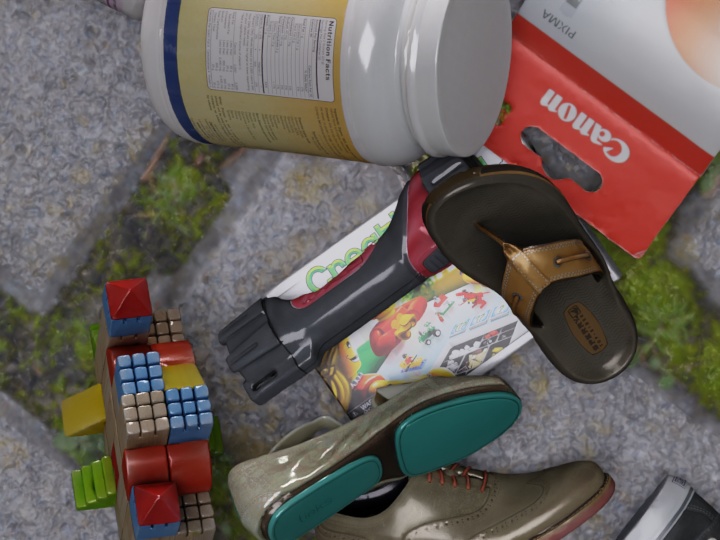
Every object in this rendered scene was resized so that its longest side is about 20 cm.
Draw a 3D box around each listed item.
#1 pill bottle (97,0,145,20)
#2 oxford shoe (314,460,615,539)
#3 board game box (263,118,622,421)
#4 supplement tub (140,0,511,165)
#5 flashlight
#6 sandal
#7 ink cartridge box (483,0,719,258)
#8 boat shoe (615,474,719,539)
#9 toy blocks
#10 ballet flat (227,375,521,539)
[{"bbox_3d":[-0.200,-0.252,1.544,0.200,0.112,0.113,28,97,5],"label":"pill bottle"},{"bbox_3d":[0.064,0.153,1.548,0.199,0.070,0.075,-19,103,8],"label":"oxford shoe"},{"bbox_3d":[0.053,0.009,1.565,0.200,0.035,0.126,-36,88,8],"label":"board game box"},{"bbox_3d":[-0.019,-0.141,1.489,0.199,0.144,0.145,8,95,23],"label":"supplement tub"},{"bbox_3d":[0.000,0.000,1.526,0.200,0.068,0.068,-35,92,13],"label":"flashlight"},{"bbox_3d":[0.114,0.010,1.488,0.082,0.055,0.200,-33,124,6],"label":"sandal"},{"bbox_3d":[0.173,-0.135,1.516,0.162,0.050,0.200,37,83,4],"label":"ink cartridge box"},{"bbox_3d":[0.163,0.226,1.548,0.057,0.069,0.200,36,95,4],"label":"boat shoe"},{"bbox_3d":[-0.128,0.097,1.508,0.100,0.137,0.201,-6,66,-13],"label":"toy blocks"},{"bbox_3d":[0.007,0.104,1.519,0.200,0.068,0.062,-24,48,-19],"label":"ballet flat"}]
